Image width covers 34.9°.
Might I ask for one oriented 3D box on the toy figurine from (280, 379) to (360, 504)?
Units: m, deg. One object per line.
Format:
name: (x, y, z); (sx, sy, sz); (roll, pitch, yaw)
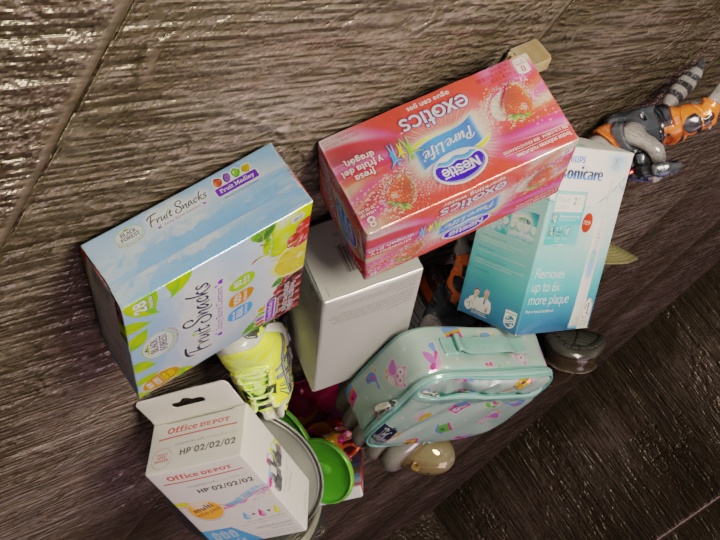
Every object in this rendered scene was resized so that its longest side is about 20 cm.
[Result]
toy figurine: (-0.056, 0.199, 1.431); (0.184, 0.198, 0.152); (-32, 126, -57)

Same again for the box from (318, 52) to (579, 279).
box: (0.071, -0.087, 0.972); (0.199, 0.095, 0.103); (-24, 160, -11)

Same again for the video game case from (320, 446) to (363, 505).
video game case: (-0.065, 0.247, 1.494); (0.142, 0.018, 0.200); (-13, -158, 6)

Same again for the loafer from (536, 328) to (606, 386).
loafer: (0.229, 0.098, 1.288); (0.200, 0.072, 0.072); (-36, 137, -85)

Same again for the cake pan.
cake pan: (-0.143, 0.247, 1.325); (0.200, 0.200, 0.037); (-45, -166, 27)

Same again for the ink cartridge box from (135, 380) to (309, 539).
ink cartridge box: (-0.147, 0.209, 1.210); (0.114, 0.068, 0.201); (-16, 134, 18)

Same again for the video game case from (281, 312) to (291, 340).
video game case: (0.000, 0.000, 1.239); (0.143, 0.018, 0.200); (-20, 157, -44)

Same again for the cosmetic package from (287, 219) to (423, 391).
cosmetic package: (-0.011, 0.031, 1.135); (0.107, 0.085, 0.200); (-19, 155, -16)

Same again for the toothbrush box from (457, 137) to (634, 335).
toothbrush box: (0.197, -0.042, 1.212); (0.146, 0.085, 0.202); (-1, 107, -48)

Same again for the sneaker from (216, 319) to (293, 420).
sneaker: (-0.101, 0.104, 1.191); (0.075, 0.077, 0.200); (-14, 162, 6)

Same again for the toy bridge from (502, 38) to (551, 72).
toy bridge: (0.117, -0.138, 1.087); (0.067, 0.027, 0.200); (-25, 160, -24)

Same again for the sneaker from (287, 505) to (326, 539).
sneaker: (-0.073, 0.328, 1.475); (0.074, 0.107, 0.200); (-14, -158, 5)

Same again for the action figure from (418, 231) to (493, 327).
action figure: (0.133, 0.028, 1.323); (0.199, 0.104, 0.195); (-7, 127, -54)

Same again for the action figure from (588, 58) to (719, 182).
action figure: (0.340, -0.166, 1.367); (0.192, 0.105, 0.200); (-25, -173, -12)

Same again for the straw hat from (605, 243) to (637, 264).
straw hat: (0.266, -0.065, 1.458); (0.200, 0.200, 0.086); (-9, 106, -56)

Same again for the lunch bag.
lunch bag: (0.094, 0.120, 1.198); (0.199, 0.078, 0.160); (0, 149, -37)

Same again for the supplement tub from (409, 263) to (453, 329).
supplement tub: (0.087, 0.066, 1.430); (0.200, 0.107, 0.107); (-43, 162, 19)

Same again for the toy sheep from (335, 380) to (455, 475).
toy sheep: (0.039, 0.158, 1.349); (0.137, 0.200, 0.138); (-34, 160, -14)

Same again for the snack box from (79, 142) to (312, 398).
snack box: (-0.128, 0.006, 0.920); (0.168, 0.068, 0.200); (-30, 161, -19)
